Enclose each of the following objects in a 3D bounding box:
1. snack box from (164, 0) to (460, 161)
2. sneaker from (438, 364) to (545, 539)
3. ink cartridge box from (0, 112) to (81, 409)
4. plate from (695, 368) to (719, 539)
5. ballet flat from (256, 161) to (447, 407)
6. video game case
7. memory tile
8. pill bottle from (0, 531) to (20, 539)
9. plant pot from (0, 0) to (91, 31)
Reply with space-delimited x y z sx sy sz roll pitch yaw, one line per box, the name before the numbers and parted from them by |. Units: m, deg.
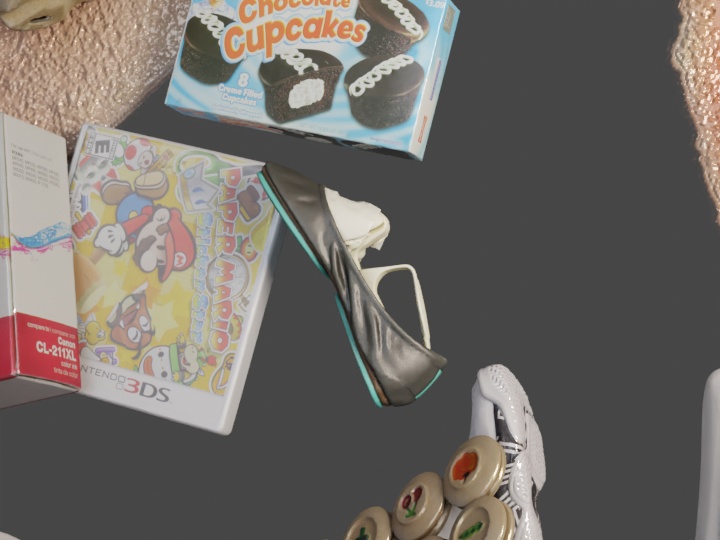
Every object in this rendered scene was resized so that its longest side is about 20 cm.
snack box | -0.036 -0.156 1.432 0.199 0.037 0.117 12 85 21
sneaker | 0.067 0.167 1.319 0.115 0.075 0.201 -9 80 16
ink cartridge box | -0.292 0.000 1.455 0.145 0.083 0.201 -13 73 27
plate | 0.297 0.151 1.204 0.199 0.032 0.200 -3 70 30
ballet flat | 0.000 0.000 1.382 0.068 0.068 0.200 -28 83 3
video game case | -0.153 0.004 1.453 0.182 0.023 0.201 14 85 21
memory tile | 0.024 0.205 1.259 0.200 0.017 0.154 -38 37 31
pill bottle | -0.299 0.293 1.407 0.200 0.112 0.112 -46 70 7
plant pot | -0.261 -0.289 1.466 0.200 0.200 0.184 -37 82 10
